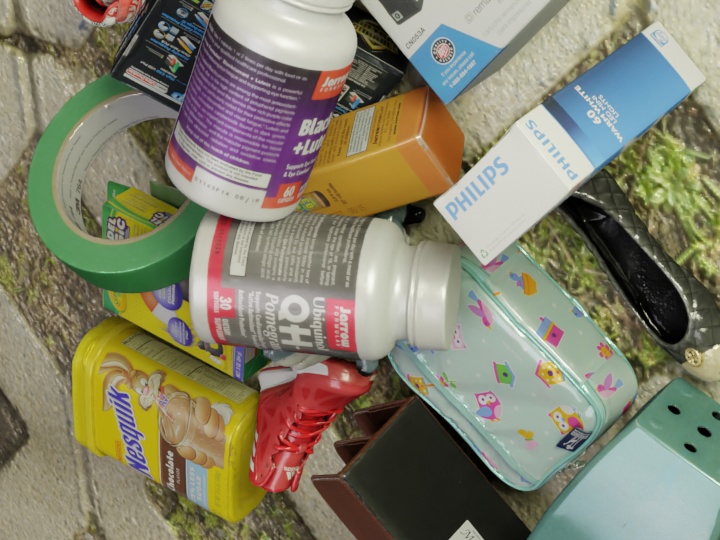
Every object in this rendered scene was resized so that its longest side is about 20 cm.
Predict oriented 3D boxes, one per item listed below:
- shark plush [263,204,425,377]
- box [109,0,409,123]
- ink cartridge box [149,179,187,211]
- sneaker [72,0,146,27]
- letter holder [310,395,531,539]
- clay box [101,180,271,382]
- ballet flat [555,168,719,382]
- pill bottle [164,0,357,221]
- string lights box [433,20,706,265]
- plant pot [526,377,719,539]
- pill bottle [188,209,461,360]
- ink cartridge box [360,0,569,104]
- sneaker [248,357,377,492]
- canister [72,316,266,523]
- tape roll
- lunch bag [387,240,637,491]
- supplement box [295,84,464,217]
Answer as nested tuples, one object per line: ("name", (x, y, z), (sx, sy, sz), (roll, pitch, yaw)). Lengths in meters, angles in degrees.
("shark plush", (0.000, 0.000, 1.362), (0.201, 0.083, 0.091), (-54, 34, 14))
("box", (-0.081, -0.171, 1.332), (0.199, 0.046, 0.159), (27, 137, -16))
("ink cartridge box", (-0.094, -0.023, 1.488), (0.199, 0.059, 0.105), (18, 126, 31))
("sneaker", (-0.149, -0.235, 1.364), (0.200, 0.108, 0.068), (4, 105, 39))
("letter holder", (0.050, 0.222, 1.448), (0.200, 0.101, 0.142), (50, 156, -9))
("clay box", (-0.166, 0.006, 1.489), (0.199, 0.048, 0.116), (24, 127, 27))
("ballet flat", (0.210, 0.007, 1.254), (0.201, 0.057, 0.066), (52, 137, 2))
("pill bottle", (-0.067, -0.147, 1.227), (0.111, 0.111, 0.201), (33, 121, 19))
("string lights box", (0.147, -0.091, 1.145), (0.059, 0.200, 0.103), (50, 136, 3))
("plant pot", (0.229, 0.196, 1.304), (0.141, 0.141, 0.201), (36, 126, 17))
("pill bottle", (-0.025, 0.011, 1.283), (0.198, 0.111, 0.112), (5, 121, 12))
("ink cartridge box", (0.059, -0.249, 1.205), (0.200, 0.084, 0.145), (51, 136, 3))
("sneaker", (-0.043, 0.142, 1.478), (0.200, 0.078, 0.117), (153, 127, -69))
("canister", (-0.186, 0.150, 1.652), (0.199, 0.086, 0.150), (24, 129, 25))
("tape roll", (-0.192, -0.082, 1.445), (0.199, 0.201, 0.048), (23, 167, 27))
("lunch bag", (0.120, 0.081, 1.359), (0.200, 0.077, 0.161), (48, 135, 8))
("supplement box", (-0.018, -0.081, 1.335), (0.199, 0.069, 0.067), (-17, 133, 27))
